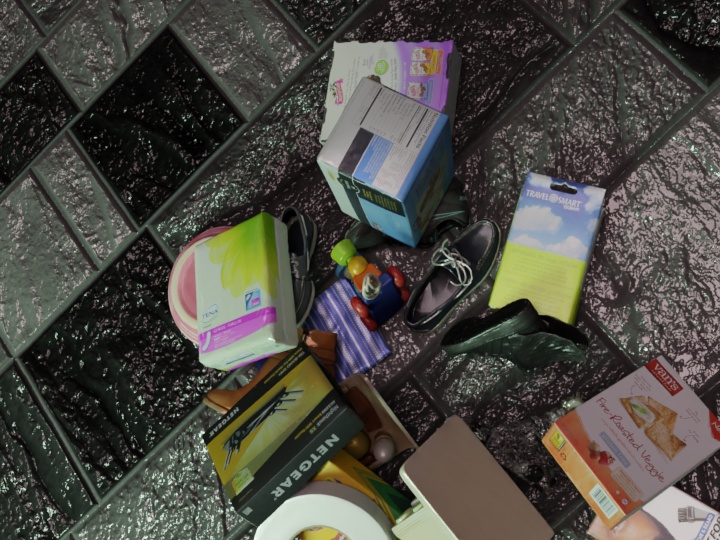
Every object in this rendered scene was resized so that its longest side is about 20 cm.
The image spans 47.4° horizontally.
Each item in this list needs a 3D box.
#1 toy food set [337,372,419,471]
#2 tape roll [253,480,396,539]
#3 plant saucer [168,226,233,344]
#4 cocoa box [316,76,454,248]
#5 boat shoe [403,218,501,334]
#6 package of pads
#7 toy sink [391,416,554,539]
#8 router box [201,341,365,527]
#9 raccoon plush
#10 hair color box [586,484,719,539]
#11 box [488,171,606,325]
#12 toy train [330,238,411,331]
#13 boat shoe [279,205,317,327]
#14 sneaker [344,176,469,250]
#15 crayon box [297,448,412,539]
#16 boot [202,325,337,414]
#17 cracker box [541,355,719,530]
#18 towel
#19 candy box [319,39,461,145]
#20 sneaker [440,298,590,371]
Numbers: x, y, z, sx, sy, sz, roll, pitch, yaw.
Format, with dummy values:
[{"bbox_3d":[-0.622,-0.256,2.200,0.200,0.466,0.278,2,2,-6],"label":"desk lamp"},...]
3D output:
[{"bbox_3d":[-0.031,0.255,1.169,0.199,0.061,0.144,-35,106,8],"label":"toy food set"},{"bbox_3d":[-0.046,0.383,1.110,0.199,0.037,0.207,2,106,8],"label":"tape roll"},{"bbox_3d":[-0.230,0.025,1.326,0.197,0.051,0.204,-4,78,19],"label":"plant saucer"},{"bbox_3d":[0.042,-0.139,1.112,0.130,0.200,0.135,27,80,15],"label":"cocoa box"},{"bbox_3d":[0.132,0.005,1.200,0.075,0.062,0.200,43,95,21],"label":"boat shoe"},{"bbox_3d":[-0.174,0.035,1.214,0.153,0.068,0.203,-21,64,32],"label":"package of pads"},{"bbox_3d":[0.128,0.320,1.072,0.201,0.130,0.112,49,138,8],"label":"toy sink"},{"bbox_3d":[-0.109,0.219,1.119,0.200,0.052,0.157,-43,40,0],"label":"router box"},{"bbox_3d":[0.222,0.205,1.119,0.198,0.097,0.135,29,82,22],"label":"raccoon plush"},{"bbox_3d":[0.403,0.338,1.042,0.198,0.064,0.112,28,89,23],"label":"hair color box"},{"bbox_3d":[0.268,-0.027,1.167,0.120,0.048,0.203,15,84,20],"label":"box"},{"bbox_3d":[0.000,0.000,1.171,0.084,0.200,0.116,-39,67,-5],"label":"toy train"},{"bbox_3d":[-0.109,-0.007,1.255,0.072,0.062,0.203,-6,59,21],"label":"boat shoe"},{"bbox_3d":[0.069,-0.068,1.230,0.198,0.075,0.080,-25,75,13],"label":"sneaker"},{"bbox_3d":[-0.021,0.335,1.139,0.199,0.051,0.128,37,108,-2],"label":"crayon box"},{"bbox_3d":[-0.131,0.153,1.235,0.196,0.074,0.158,9,84,4],"label":"boot"},{"bbox_3d":[0.346,0.211,1.029,0.198,0.058,0.135,-24,62,-25],"label":"cracker box"},{"bbox_3d":[-0.067,0.121,1.266,0.199,0.024,0.146,-35,71,9],"label":"towel"},{"bbox_3d":[0.047,-0.265,1.277,0.197,0.071,0.171,6,81,19],"label":"candy box"},{"bbox_3d":[0.211,0.105,1.147,0.199,0.060,0.104,-28,111,42],"label":"sneaker"}]
